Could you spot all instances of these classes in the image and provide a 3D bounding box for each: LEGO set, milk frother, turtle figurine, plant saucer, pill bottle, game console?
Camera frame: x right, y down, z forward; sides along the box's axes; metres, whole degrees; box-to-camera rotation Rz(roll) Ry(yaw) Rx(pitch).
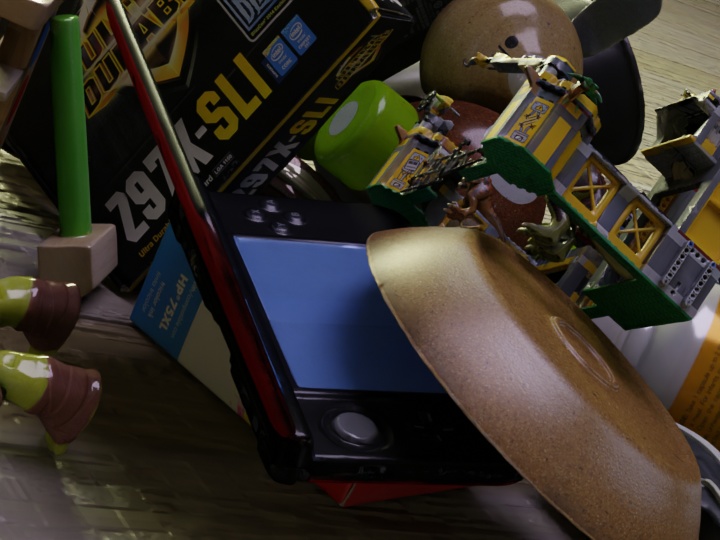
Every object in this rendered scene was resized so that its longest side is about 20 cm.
[{"bbox_3d":[0.106,-0.052,0.912,0.154,0.116,0.200,38,-19,-6],"label":"LEGO set"},{"bbox_3d":[0.083,-0.049,1.235,0.188,0.181,0.200,-18,69,-17],"label":"milk frother"},{"bbox_3d":[-0.188,0.013,0.765,0.161,0.065,0.200,15,21,-33],"label":"turtle figurine"},{"bbox_3d":[0.084,0.046,0.832,0.200,0.035,0.200,43,14,-13],"label":"plant saucer"},{"bbox_3d":[0.203,0.074,1.070,0.200,0.113,0.113,27,18,3],"label":"pill bottle"},{"bbox_3d":[-0.018,-0.016,0.815,0.172,0.119,0.200,4,33,-22],"label":"game console"}]

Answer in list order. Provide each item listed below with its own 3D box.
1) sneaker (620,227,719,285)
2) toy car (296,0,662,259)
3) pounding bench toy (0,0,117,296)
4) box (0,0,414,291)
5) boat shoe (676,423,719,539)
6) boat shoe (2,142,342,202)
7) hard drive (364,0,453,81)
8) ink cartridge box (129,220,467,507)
[{"bbox_3d":[0.200,-0.002,1.131,0.085,0.077,0.200,10,-8,-22],"label":"sneaker"},{"bbox_3d":[0.080,-0.102,1.070,0.164,0.200,0.158,37,-1,-25],"label":"toy car"},{"bbox_3d":[-0.184,-0.094,0.922,0.200,0.156,0.124,25,18,-8],"label":"pounding bench toy"},{"bbox_3d":[-0.092,-0.112,0.976,0.160,0.200,0.049,51,21,15],"label":"box"},{"bbox_3d":[0.151,0.128,0.909,0.060,0.076,0.200,17,19,-44],"label":"boat shoe"},{"bbox_3d":[-0.108,-0.049,1.056,0.202,0.075,0.075,25,-18,18],"label":"boat shoe"},{"bbox_3d":[-0.024,-0.142,1.089,0.033,0.200,0.140,60,-1,31],"label":"hard drive"},{"bbox_3d":[0.000,0.048,0.927,0.200,0.067,0.116,39,24,32],"label":"ink cartridge box"}]
